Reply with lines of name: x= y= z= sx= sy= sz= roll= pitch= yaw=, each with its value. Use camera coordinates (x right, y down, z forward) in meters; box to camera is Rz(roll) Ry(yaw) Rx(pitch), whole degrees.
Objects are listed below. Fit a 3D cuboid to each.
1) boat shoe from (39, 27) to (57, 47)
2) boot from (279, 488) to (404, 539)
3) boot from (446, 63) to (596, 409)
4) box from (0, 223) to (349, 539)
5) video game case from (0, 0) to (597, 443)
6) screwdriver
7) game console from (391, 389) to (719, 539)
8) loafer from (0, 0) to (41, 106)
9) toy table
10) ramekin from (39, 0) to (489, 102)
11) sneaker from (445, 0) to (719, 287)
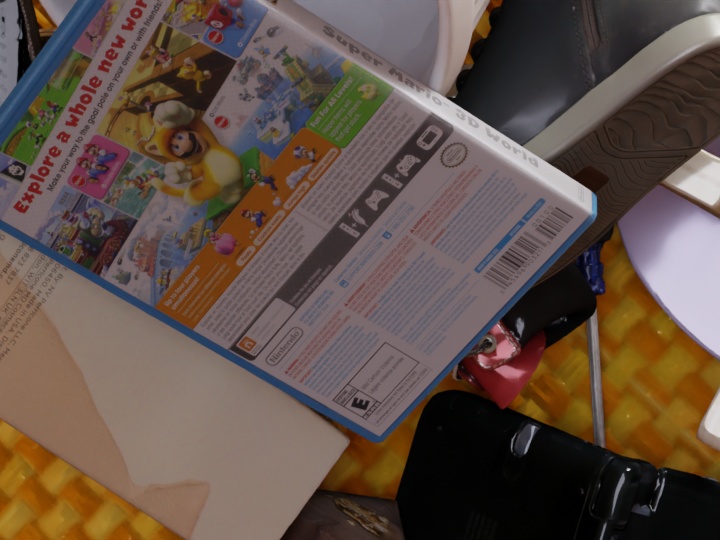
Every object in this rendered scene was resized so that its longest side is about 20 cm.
boat shoe: x=-0.086 y=-0.045 z=1.043 sx=0.200 sy=0.071 sz=0.072 roll=36 pitch=95 yaw=11
boot: x=-0.008 y=0.204 z=0.994 sx=0.186 sy=0.064 sz=0.201 roll=29 pitch=96 yaw=36
boot: x=0.000 y=0.000 z=0.972 sx=0.199 sy=0.072 sz=0.145 roll=-14 pitch=70 yaw=-27
box: x=-0.109 y=0.039 z=0.975 sx=0.200 sy=0.095 sz=0.078 roll=38 pitch=86 yaw=-31
video game case: x=-0.033 y=-0.028 z=0.866 sx=0.199 sy=0.018 sz=0.143 roll=31 pitch=124 yaw=-18
screwdriver: x=0.106 y=0.027 z=1.026 sx=0.029 sy=0.028 sz=0.201 roll=-8 pitch=90 yaw=13
game console: x=0.097 y=0.173 z=1.019 sx=0.175 sy=0.116 sz=0.201 roll=20 pitch=96 yaw=42
loafer: x=-0.168 y=-0.050 z=1.007 sx=0.073 sy=0.071 sz=0.201 roll=-8 pitch=93 yaw=-20
toy table: x=0.195 y=-0.009 z=0.961 sx=0.199 sy=0.117 sz=0.185 roll=16 pitch=91 yaw=13
ramekin: x=-0.031 y=-0.147 z=0.887 sx=0.199 sy=0.201 sz=0.105 roll=28 pitch=51 yaw=11
sneaker: x=0.062 y=-0.065 z=0.924 sx=0.200 sy=0.075 sz=0.107 roll=-34 pitch=51 yaw=19
